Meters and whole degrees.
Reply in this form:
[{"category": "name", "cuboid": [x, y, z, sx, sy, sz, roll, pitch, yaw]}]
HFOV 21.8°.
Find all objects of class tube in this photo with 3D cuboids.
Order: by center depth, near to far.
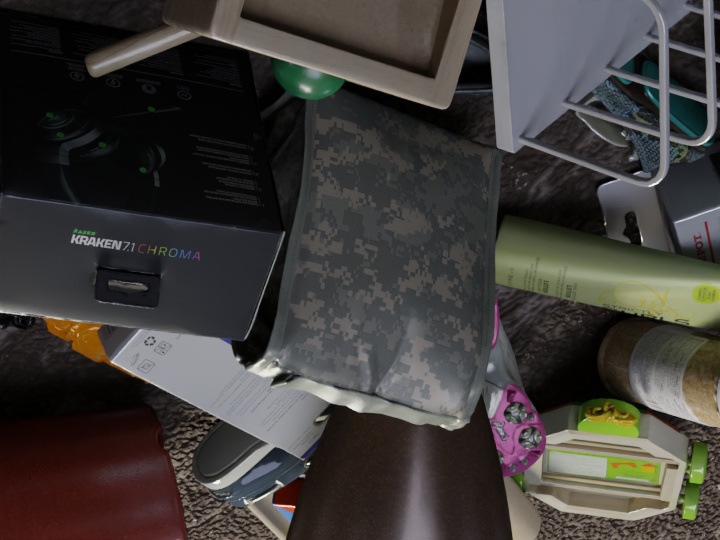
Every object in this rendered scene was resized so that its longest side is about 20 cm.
[{"category": "tube", "cuboid": [0.193, 0.006, 1.337, 0.198, 0.058, 0.053, 13, 99, 9]}]

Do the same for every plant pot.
[{"category": "plant pot", "cuboid": [0.030, 0.170, 1.337, 0.185, 0.187, 0.202, -2, 116, -11]}, {"category": "plant pot", "cuboid": [-0.233, 0.190, 1.375, 0.193, 0.202, 0.202, -12, 134, -14]}]

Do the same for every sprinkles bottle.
[{"category": "sprinkles bottle", "cuboid": [0.249, 0.078, 1.372, 0.068, 0.200, 0.069, -2, 96, -22]}]

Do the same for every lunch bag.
[{"category": "lunch bag", "cuboid": [0.000, 0.000, 1.231, 0.163, 0.202, 0.117, 19, 152, -27]}]

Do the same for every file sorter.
[{"category": "file sorter", "cuboid": [0.183, -0.161, 1.117, 0.200, 0.124, 0.140, -38, 136, -34]}]

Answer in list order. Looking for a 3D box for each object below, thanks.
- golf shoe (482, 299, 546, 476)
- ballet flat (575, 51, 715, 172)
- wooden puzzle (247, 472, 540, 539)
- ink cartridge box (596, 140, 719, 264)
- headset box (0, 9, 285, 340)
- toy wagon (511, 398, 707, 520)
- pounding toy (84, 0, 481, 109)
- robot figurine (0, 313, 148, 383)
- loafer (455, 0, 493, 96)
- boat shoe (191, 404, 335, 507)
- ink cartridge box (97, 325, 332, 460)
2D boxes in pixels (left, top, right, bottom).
[{"category": "golf shoe", "cuboid": [0.077, 0.056, 1.400, 0.075, 0.092, 0.202, -19, 110, 3]}, {"category": "ballet flat", "cuboid": [0.163, -0.129, 1.259, 0.074, 0.075, 0.200, -35, 126, 18]}, {"category": "wooden puzzle", "cuboid": [0.022, 0.196, 1.501, 0.198, 0.047, 0.186, -19, 134, 23]}, {"category": "ink cartridge box", "cuboid": [0.283, -0.035, 1.366, 0.198, 0.067, 0.116, -19, 134, 4]}, {"category": "headset box", "cuboid": [-0.148, -0.056, 1.157, 0.172, 0.201, 0.093, 7, 129, -20]}, {"category": "toy wagon", "cuboid": [0.195, 0.145, 1.477, 0.153, 0.040, 0.201, 6, 149, 7]}, {"category": "pounding toy", "cuboid": [-0.037, -0.181, 1.104, 0.182, 0.142, 0.202, 15, 96, -24]}, {"category": "robot figurine", "cuboid": [-0.189, 0.000, 1.294, 0.145, 0.059, 0.199, -41, 128, 21]}, {"category": "loafer", "cuboid": [0.013, -0.150, 1.198, 0.198, 0.071, 0.069, 5, 131, -17]}, {"category": "boat shoe", "cuboid": [-0.034, 0.113, 1.415, 0.199, 0.075, 0.062, -39, 133, 8]}, {"category": "ink cartridge box", "cuboid": [-0.080, 0.057, 1.316, 0.099, 0.039, 0.199, -46, 131, 12]}]
